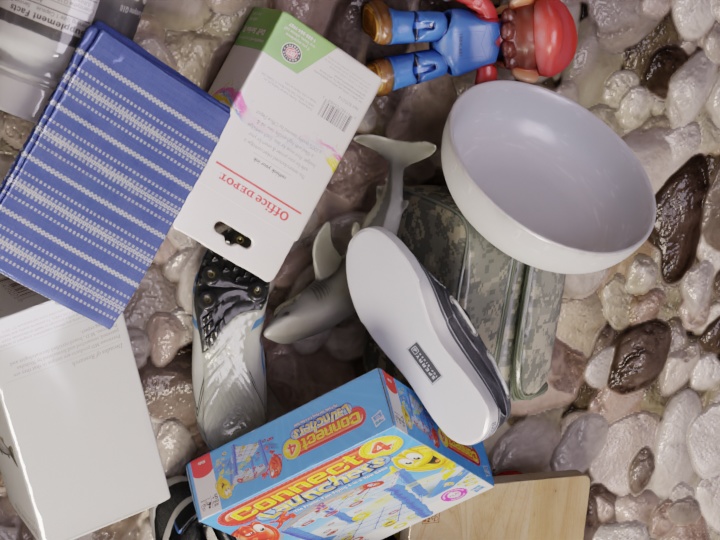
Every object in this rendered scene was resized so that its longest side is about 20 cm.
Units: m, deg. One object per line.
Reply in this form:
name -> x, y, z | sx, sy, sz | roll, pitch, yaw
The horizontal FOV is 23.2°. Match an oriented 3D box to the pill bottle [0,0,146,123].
pill bottle -> -0.223, -0.215, 1.361 | 0.112, 0.113, 0.202 | 17, 97, -30

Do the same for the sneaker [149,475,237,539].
sneaker -> -0.141, 0.293, 1.550 | 0.072, 0.112, 0.202 | -15, 110, -21

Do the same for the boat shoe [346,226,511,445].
boat shoe -> 0.061, 0.048, 1.471 | 0.201, 0.072, 0.068 | 55, 34, 7

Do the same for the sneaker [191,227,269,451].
sneaker -> -0.116, 0.063, 1.531 | 0.071, 0.072, 0.203 | 1, 90, -15

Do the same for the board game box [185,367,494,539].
board game box -> -0.014, 0.177, 1.518 | 0.199, 0.056, 0.195 | -28, 148, 19

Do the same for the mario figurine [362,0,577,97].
mario figurine -> 0.097, -0.203, 1.565 | 0.197, 0.107, 0.124 | -5, 141, -15

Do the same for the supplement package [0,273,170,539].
supplement package -> -0.247, 0.102, 1.438 | 0.116, 0.117, 0.202 | -20, 112, -21

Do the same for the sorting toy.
sorting toy -> 0.112, 0.289, 1.703 | 0.197, 0.069, 0.203 | -1, 104, -27

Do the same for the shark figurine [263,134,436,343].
shark figurine -> 0.016, -0.013, 1.528 | 0.216, 0.089, 0.128 | -59, 149, 5

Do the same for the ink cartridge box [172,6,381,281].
ink cartridge box -> -0.082, -0.106, 1.486 | 0.117, 0.067, 0.202 | 31, 86, -30

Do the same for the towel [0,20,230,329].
towel -> -0.198, -0.072, 1.340 | 0.144, 0.024, 0.201 | 30, 89, -35

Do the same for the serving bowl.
serving bowl -> 0.151, -0.070, 1.500 | 0.198, 0.202, 0.066 | 6, 138, -28

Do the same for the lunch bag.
lunch bag -> 0.111, 0.021, 1.592 | 0.166, 0.139, 0.203 | -1, 104, -37
